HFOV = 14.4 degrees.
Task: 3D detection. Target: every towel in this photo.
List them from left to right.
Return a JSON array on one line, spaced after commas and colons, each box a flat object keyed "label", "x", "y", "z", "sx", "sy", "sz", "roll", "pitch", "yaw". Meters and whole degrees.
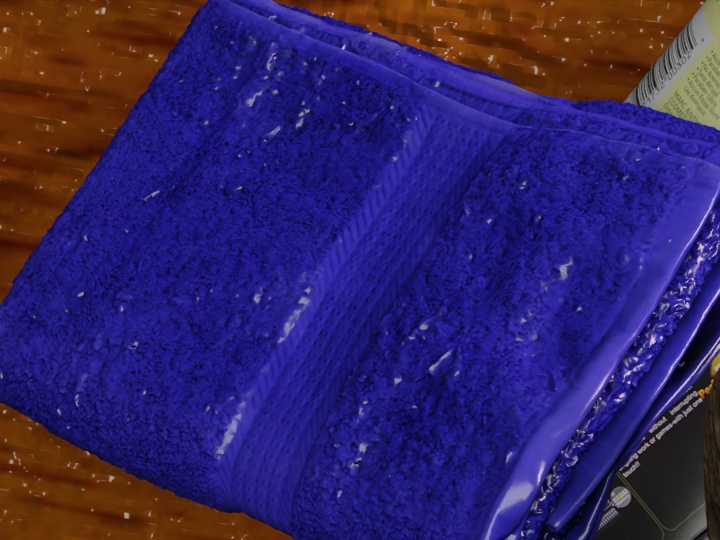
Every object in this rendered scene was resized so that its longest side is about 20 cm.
[{"label": "towel", "x": 0.000, "y": 0.000, "z": 0.743, "sx": 0.200, "sy": 0.050, "sz": 0.148, "roll": 20, "pitch": 66, "yaw": 39}]

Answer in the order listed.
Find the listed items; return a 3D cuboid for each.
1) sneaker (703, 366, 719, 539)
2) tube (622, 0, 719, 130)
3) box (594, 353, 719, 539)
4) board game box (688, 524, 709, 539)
[{"label": "sneaker", "x": 0.133, "y": 0.109, "z": 0.647, "sx": 0.075, "sy": 0.070, "sz": 0.200, "roll": -12, "pitch": 85, "yaw": -7}, {"label": "tube", "x": 0.139, "y": -0.088, "z": 0.734, "sx": 0.058, "sy": 0.052, "sz": 0.200, "roll": 42, "pitch": 119, "yaw": 9}, {"label": "box", "x": 0.089, "y": 0.130, "z": 0.767, "sx": 0.200, "sy": 0.048, "sz": 0.193, "roll": -42, "pitch": 75, "yaw": 8}, {"label": "board game box", "x": 0.090, "y": 0.135, "z": 0.711, "sx": 0.200, "sy": 0.062, "sz": 0.200, "roll": -5, "pitch": 83, "yaw": 14}]
